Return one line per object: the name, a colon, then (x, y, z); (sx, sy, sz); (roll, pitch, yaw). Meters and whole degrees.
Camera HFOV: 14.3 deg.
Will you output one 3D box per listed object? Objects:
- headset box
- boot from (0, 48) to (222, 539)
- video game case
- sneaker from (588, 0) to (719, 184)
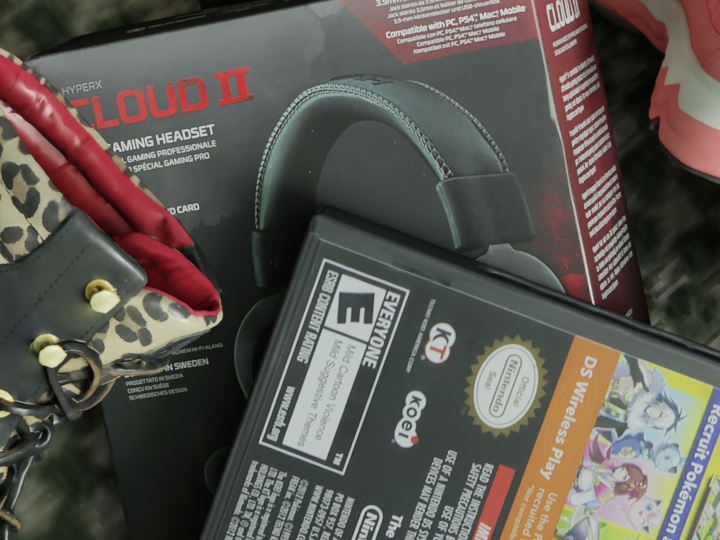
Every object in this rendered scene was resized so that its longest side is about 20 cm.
headset box: (0.000, 0.000, 0.810); (0.148, 0.077, 0.201); (-9, 99, 15)
boot: (-0.097, 0.054, 0.761); (0.151, 0.073, 0.200); (-42, 73, 15)
video game case: (0.040, 0.107, 0.765); (0.180, 0.026, 0.201); (20, 100, 5)
sneaker: (0.115, -0.093, 0.814); (0.074, 0.200, 0.087); (15, 116, -19)
